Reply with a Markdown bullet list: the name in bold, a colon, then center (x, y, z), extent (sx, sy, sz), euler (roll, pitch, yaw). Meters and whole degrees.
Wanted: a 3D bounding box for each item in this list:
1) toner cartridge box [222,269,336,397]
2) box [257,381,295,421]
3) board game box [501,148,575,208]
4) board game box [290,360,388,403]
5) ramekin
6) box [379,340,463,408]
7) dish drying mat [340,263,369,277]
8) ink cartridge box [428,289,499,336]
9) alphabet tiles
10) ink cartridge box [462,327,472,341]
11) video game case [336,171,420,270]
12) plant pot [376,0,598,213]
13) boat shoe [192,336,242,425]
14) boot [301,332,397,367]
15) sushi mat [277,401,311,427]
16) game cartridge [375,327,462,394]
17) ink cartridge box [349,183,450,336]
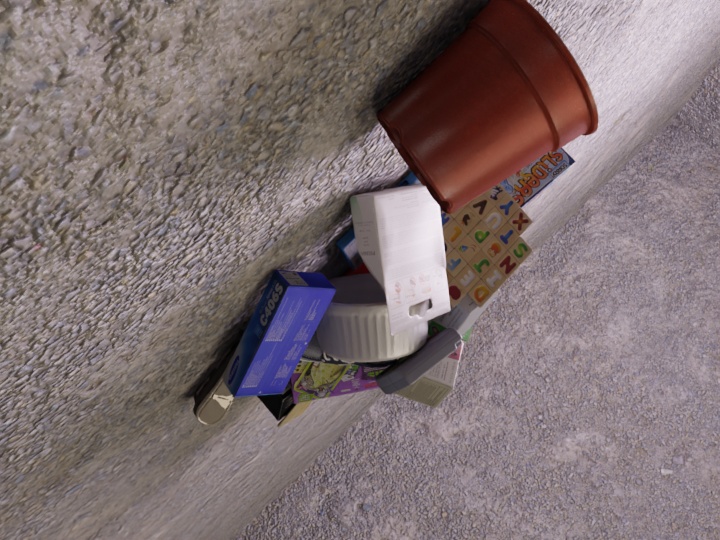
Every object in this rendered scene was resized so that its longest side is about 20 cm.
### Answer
- **toner cartridge box**: center (-0.120, 0.095, 1.036), extent (0.094, 0.043, 0.201), euler (6, 120, -45)
- **box**: center (-0.106, 0.188, 1.391), extent (0.200, 0.079, 0.142), euler (-38, 163, -26)
- **board game box**: center (0.280, -0.186, 1.288), extent (0.200, 0.136, 0.035), euler (-39, 169, -23)
- **board game box**: center (-0.034, 0.166, 1.290), extent (0.198, 0.121, 0.032), euler (-8, -177, -12)
- **ramekin**: center (0.018, 0.073, 1.137), extent (0.200, 0.199, 0.099), euler (-23, 112, -55)
- **box**: center (0.087, 0.177, 1.407), extent (0.128, 0.198, 0.110), euler (113, -4, -59)
- **dish drying mat**: center (0.000, 0.000, 1.275), extent (0.200, 0.018, 0.077), euler (-40, 165, -15)
- **ink cartridge box**: center (0.124, 0.016, 1.231), extent (0.083, 0.200, 0.147), euler (-33, 162, -29)
- **alphabet tiles**: center (0.182, -0.046, 1.135), extent (0.200, 0.167, 0.006), euler (-45, -171, -11)
- **ink cartridge box**: center (0.173, 0.021, 1.402), extent (0.145, 0.087, 0.202), euler (25, 81, -41)
- **video game case**: center (0.047, -0.089, 1.157), extent (0.200, 0.018, 0.143), euler (-44, 165, -4)
- **plant pot**: center (0.137, -0.182, 0.830), extent (0.195, 0.201, 0.201), euler (-37, 166, 5)
- **boat shoe**: center (-0.198, 0.152, 1.109), extent (0.067, 0.057, 0.200), euler (34, 100, -39)
- **boot**: center (-0.036, 0.131, 1.226), extent (0.198, 0.074, 0.090), euler (1, -175, -13)
- **sushi mat**: center (-0.089, 0.233, 1.386), extent (0.200, 0.012, 0.095), euler (-52, 164, 28)
- **game cartridge**: center (0.089, 0.155, 1.177), extent (0.133, 0.041, 0.200), euler (-39, 177, -15)
- **ink cartridge box**: center (0.064, -0.021, 1.043), extent (0.050, 0.202, 0.160), euler (2, -168, 41)
